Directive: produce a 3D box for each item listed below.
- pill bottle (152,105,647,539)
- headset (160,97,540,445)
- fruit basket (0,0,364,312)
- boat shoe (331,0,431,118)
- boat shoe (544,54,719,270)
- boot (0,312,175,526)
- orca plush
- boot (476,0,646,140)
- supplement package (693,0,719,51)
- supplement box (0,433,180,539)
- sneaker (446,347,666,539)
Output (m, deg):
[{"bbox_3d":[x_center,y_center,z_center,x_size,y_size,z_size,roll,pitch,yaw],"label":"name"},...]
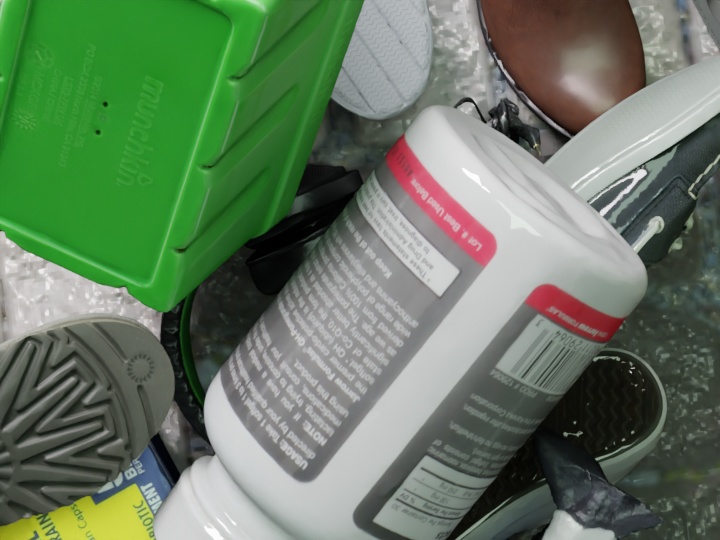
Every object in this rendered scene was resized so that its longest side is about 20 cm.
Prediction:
[{"bbox_3d":[0.009,0.045,0.895,0.111,0.111,0.200,39,103,3],"label":"pill bottle"},{"bbox_3d":[0.000,0.000,1.042,0.123,0.094,0.200,43,100,-1],"label":"headset"},{"bbox_3d":[-0.072,-0.119,0.891,0.154,0.216,0.217,24,84,1],"label":"fruit basket"},{"bbox_3d":[-0.036,-0.159,1.043,0.072,0.071,0.201,-35,103,-10],"label":"boat shoe"},{"bbox_3d":[0.102,-0.021,0.990,0.199,0.076,0.061,-34,105,-6],"label":"boat shoe"},{"bbox_3d":[-0.171,0.053,0.958,0.181,0.200,0.073,-28,106,-4],"label":"boot"},{"bbox_3d":[0.041,0.146,0.953,0.104,0.071,0.201,14,115,-13],"label":"orca plush"},{"bbox_3d":[0.085,-0.155,0.984,0.068,0.200,0.190,-13,84,-3],"label":"boot"},{"bbox_3d":[0.201,-0.207,1.038,0.155,0.111,0.201,-27,84,-4],"label":"supplement package"},{"bbox_3d":[-0.156,0.150,0.991,0.199,0.110,0.109,-30,84,-4],"label":"supplement box"},{"bbox_3d":[0.038,0.100,1.010,0.198,0.085,0.073,-18,70,-4],"label":"sneaker"}]
